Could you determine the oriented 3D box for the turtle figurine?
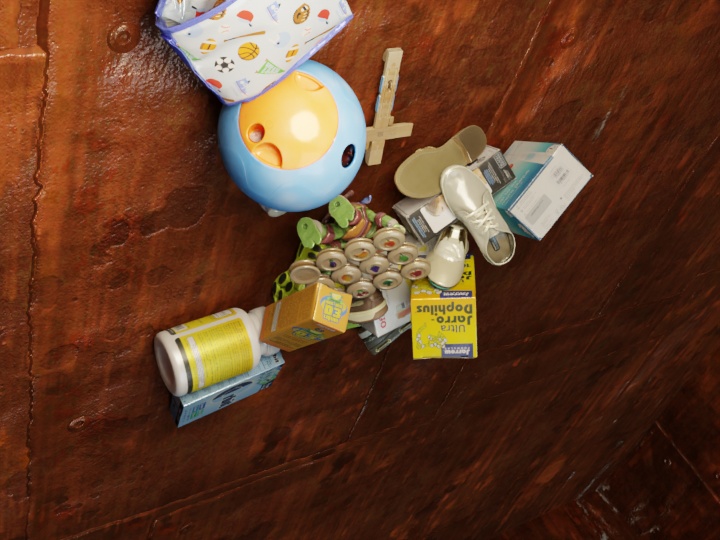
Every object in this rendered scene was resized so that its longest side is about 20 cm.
[{"bbox_3d":[-0.006,-0.037,1.526,0.193,0.142,0.203,17,78,-63],"label":"turtle figurine"}]

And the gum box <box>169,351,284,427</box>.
[{"bbox_3d":[-0.248,0.212,1.753,0.198,0.045,0.170,-22,165,-21],"label":"gum box"}]

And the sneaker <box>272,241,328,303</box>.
[{"bbox_3d":[-0.086,0.008,1.656,0.083,0.074,0.201,6,130,-43],"label":"sneaker"}]

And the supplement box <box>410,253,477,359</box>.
[{"bbox_3d":[0.142,0.057,1.619,0.107,0.200,0.111,-2,112,6],"label":"supplement box"}]

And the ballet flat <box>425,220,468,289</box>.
[{"bbox_3d":[0.149,-0.036,1.598,0.070,0.069,0.200,-51,-174,24],"label":"ballet flat"}]

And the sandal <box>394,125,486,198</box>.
[{"bbox_3d":[0.124,-0.177,1.623,0.211,0.078,0.069,-35,-169,-29],"label":"sandal"}]

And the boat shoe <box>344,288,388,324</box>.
[{"bbox_3d":[-0.049,0.056,1.678,0.200,0.076,0.075,-14,-160,25],"label":"boat shoe"}]

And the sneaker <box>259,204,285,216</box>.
[{"bbox_3d":[-0.086,-0.135,1.479,0.072,0.073,0.199,-36,169,38],"label":"sneaker"}]

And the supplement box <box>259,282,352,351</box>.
[{"bbox_3d":[-0.092,0.078,1.547,0.066,0.070,0.199,21,155,-24],"label":"supplement box"}]

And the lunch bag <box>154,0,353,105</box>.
[{"bbox_3d":[-0.133,-0.310,1.135,0.200,0.124,0.170,-44,150,-1],"label":"lunch bag"}]

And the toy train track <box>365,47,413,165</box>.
[{"bbox_3d":[0.031,-0.254,1.465,0.113,0.033,0.202,-11,136,-24],"label":"toy train track"}]

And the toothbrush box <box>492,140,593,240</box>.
[{"bbox_3d":[0.292,-0.145,1.675,0.085,0.200,0.147,40,89,-16],"label":"toothbrush box"}]

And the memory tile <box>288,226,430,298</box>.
[{"bbox_3d":[0.000,0.000,1.503,0.198,0.017,0.153,-20,144,19],"label":"memory tile"}]

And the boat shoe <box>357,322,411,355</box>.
[{"bbox_3d":[0.092,0.098,1.942,0.200,0.061,0.072,-32,-171,0],"label":"boat shoe"}]

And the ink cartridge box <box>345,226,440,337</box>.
[{"bbox_3d":[0.077,0.011,1.751,0.198,0.083,0.147,-25,118,-22],"label":"ink cartridge box"}]

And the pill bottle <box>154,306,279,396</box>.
[{"bbox_3d":[-0.242,0.131,1.630,0.198,0.113,0.113,-18,145,-26],"label":"pill bottle"}]

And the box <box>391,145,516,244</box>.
[{"bbox_3d":[0.160,-0.135,1.660,0.199,0.117,0.060,-35,106,-2],"label":"box"}]

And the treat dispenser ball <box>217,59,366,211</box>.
[{"bbox_3d":[-0.091,-0.180,1.272,0.199,0.202,0.202,-25,148,-17],"label":"treat dispenser ball"}]

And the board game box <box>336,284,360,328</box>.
[{"bbox_3d":[-0.014,0.061,1.824,0.198,0.048,0.102,-10,140,-37],"label":"board game box"}]

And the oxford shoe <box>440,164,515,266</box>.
[{"bbox_3d":[0.201,-0.090,1.590,0.075,0.058,0.201,-33,109,0],"label":"oxford shoe"}]
